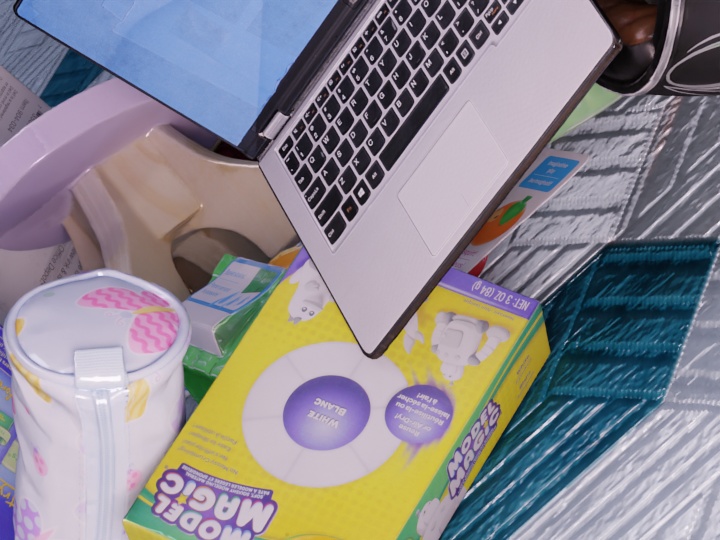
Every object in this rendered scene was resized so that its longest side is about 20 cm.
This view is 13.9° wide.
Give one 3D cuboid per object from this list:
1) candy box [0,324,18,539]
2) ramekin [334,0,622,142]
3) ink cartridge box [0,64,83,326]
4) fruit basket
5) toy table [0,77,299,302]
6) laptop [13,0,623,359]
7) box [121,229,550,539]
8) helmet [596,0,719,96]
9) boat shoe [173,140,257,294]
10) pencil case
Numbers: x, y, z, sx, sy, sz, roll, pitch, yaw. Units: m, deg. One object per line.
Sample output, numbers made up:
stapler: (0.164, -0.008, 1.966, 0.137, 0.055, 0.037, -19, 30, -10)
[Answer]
candy box: (-0.248, 0.112, 1.512, 0.200, 0.169, 0.077, -55, 16, -21)
ramekin: (0.056, -0.117, 1.396, 0.199, 0.098, 0.200, -28, 14, 8)
ink cartridge box: (-0.195, -0.007, 1.706, 0.084, 0.200, 0.146, -33, 23, 42)
fruit basket: (0.000, 0.000, 1.428, 0.200, 0.094, 0.185, -47, 18, -10)
toy table: (-0.108, -0.022, 1.552, 0.184, 0.117, 0.200, -47, -13, 33)
laptop: (-0.024, -0.102, 1.243, 0.188, 0.115, 0.200, -53, 49, 29)
box: (-0.016, 0.081, 1.269, 0.117, 0.048, 0.200, 20, 63, 23)
helmet: (0.170, -0.174, 1.239, 0.190, 0.201, 0.200, -22, 11, -19)
boat shoe: (-0.079, -0.037, 1.705, 0.069, 0.074, 0.200, -41, 21, 27)
pencil case: (-0.117, 0.099, 1.314, 0.091, 0.083, 0.201, -73, -11, -56)
